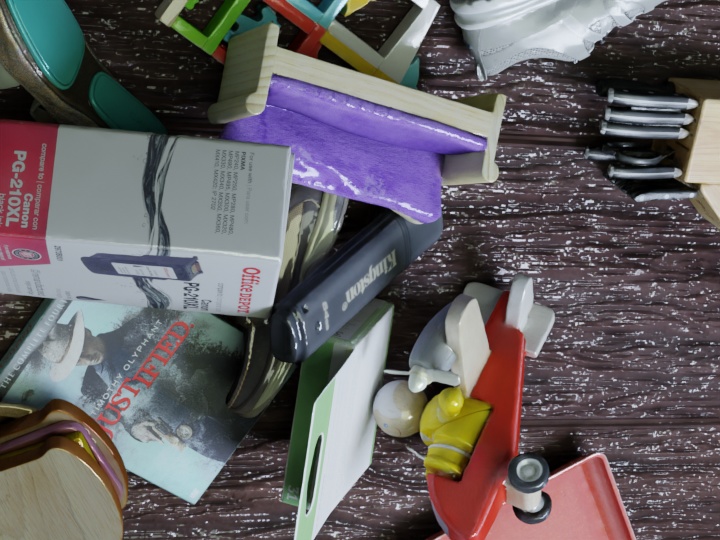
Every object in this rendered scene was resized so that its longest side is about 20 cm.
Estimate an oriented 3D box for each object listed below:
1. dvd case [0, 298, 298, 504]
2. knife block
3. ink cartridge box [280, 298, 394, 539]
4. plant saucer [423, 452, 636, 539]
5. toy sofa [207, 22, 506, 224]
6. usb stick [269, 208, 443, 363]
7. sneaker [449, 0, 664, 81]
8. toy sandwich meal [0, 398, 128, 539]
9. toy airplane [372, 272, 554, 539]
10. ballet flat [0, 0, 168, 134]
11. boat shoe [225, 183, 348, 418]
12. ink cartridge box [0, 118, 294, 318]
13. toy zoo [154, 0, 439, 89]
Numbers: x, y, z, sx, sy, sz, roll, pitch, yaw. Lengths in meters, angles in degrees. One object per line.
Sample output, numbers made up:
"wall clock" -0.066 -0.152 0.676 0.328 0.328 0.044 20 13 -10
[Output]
"dvd case" -0.166 0.081 1.307 0.200 0.022 0.146 34 99 -27
"knife block" 0.279 -0.122 1.349 0.200 0.064 0.176 -39 120 0
"ink cartridge box" -0.030 0.117 1.276 0.048 0.200 0.146 15 112 15
"plant saucer" 0.147 0.270 1.492 0.199 0.037 0.201 -27 118 -6
"toy sofa" -0.003 -0.099 1.209 0.199 0.083 0.098 14 83 -24
"usb stick" 0.000 0.000 1.262 0.200 0.032 0.056 -41 143 -42
"sneaker" 0.167 -0.199 1.281 0.199 0.075 0.082 -13 123 -1
"toy sandwich meal" -0.270 0.185 1.274 0.204 0.070 0.206 -7 121 -11
"toy airplane" 0.080 0.095 1.326 0.140 0.199 0.201 0 105 9
"ballet flat" -0.210 -0.129 1.168 0.067 0.068 0.200 -13 131 29
"boat shoe" -0.071 0.009 1.282 0.073 0.074 0.201 19 90 -8
"ink cartridge box" -0.149 -0.032 1.158 0.199 0.145 0.085 5 73 -5
"toy zoo" -0.032 -0.181 1.239 0.200 0.020 0.131 34 99 -28
